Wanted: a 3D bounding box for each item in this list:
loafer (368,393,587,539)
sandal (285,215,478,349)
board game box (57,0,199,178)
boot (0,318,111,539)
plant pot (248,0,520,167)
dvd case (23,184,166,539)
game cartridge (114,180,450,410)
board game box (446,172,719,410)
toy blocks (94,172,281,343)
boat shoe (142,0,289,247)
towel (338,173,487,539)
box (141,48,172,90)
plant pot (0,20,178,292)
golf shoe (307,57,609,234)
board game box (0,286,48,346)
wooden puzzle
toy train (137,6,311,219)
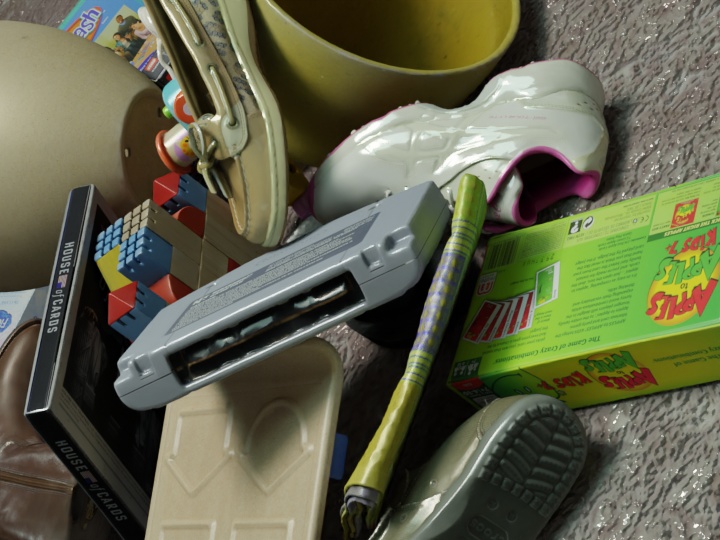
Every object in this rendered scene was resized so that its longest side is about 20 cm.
[{"bbox_3d":[0.045,0.149,1.130,0.200,0.075,0.070,-49,19,-2],"label":"loafer"},{"bbox_3d":[-0.001,0.001,1.348,0.200,0.048,0.076,16,73,53],"label":"sandal"},{"bbox_3d":[-0.187,-0.142,1.689,0.200,0.045,0.152,34,83,40],"label":"board game box"},{"bbox_3d":[-0.217,0.120,1.493,0.200,0.064,0.188,-9,65,60],"label":"boot"},{"bbox_3d":[-0.009,-0.152,1.412,0.201,0.199,0.142,-88,18,-45],"label":"plant pot"},{"bbox_3d":[-0.170,0.063,1.424,0.025,0.151,0.201,-13,45,19],"label":"dvd case"},{"bbox_3d":[-0.042,0.013,1.231,0.199,0.042,0.133,-25,7,18],"label":"game cartridge"},{"bbox_3d":[0.143,0.015,1.142,0.199,0.048,0.102,-16,47,46],"label":"board game box"},{"bbox_3d":[-0.121,0.011,1.417,0.100,0.136,0.201,-33,36,30],"label":"toy blocks"},{"bbox_3d":[-0.091,-0.106,1.308,0.073,0.062,0.201,123,135,-62],"label":"boat shoe"},{"bbox_3d":[0.030,0.055,1.190,0.144,0.023,0.201,93,-163,-74],"label":"towel"},{"bbox_3d":[-0.069,-0.196,1.585,0.201,0.110,0.035,-57,31,-7],"label":"box"},{"bbox_3d":[-0.208,-0.085,1.524,0.134,0.201,0.201,-1,54,24],"label":"plant pot"},{"bbox_3d":[0.059,-0.059,1.280,0.199,0.075,0.092,-22,52,17],"label":"golf shoe"},{"bbox_3d":[-0.291,-0.007,1.761,0.199,0.041,0.200,-3,56,52],"label":"board game box"},{"bbox_3d":[-0.068,0.147,1.263,0.185,0.046,0.202,-10,72,53],"label":"wooden puzzle"},{"bbox_3d":[-0.098,-0.100,1.473,0.056,0.200,0.151,-39,56,13],"label":"toy train"}]
